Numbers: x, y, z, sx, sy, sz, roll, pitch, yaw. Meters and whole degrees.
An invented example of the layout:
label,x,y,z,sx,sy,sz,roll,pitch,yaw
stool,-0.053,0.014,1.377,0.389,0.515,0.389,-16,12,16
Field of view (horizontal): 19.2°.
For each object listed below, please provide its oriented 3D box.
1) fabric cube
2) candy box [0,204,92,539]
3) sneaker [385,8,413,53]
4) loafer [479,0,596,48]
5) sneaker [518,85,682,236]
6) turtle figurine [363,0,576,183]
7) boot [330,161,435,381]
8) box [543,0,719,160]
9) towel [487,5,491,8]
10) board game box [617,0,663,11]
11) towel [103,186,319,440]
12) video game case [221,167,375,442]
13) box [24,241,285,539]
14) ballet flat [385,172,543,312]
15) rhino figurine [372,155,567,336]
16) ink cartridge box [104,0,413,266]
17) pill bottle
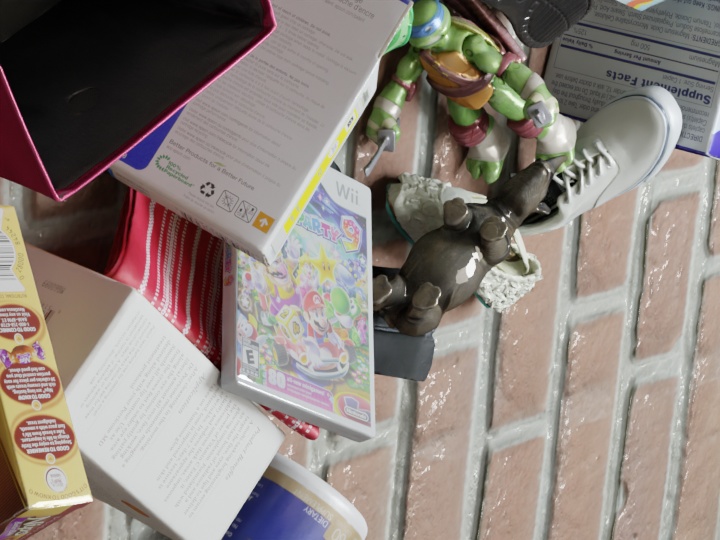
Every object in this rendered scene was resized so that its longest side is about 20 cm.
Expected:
label,x,y,z,sx,sy,sz,roll,pitch,yaw
fabric cube,-0.206,-0.193,1.291,0.196,0.199,0.201,-41,131,-27
candy box,-0.244,0.073,1.340,0.056,0.116,0.201,-3,68,-46
sneaker,-0.002,-0.196,1.531,0.083,0.200,0.075,-18,79,-13
loafer,0.125,-0.237,1.669,0.073,0.071,0.200,-37,155,12
sneaker,0.187,-0.081,1.768,0.071,0.200,0.073,-31,81,-45
turtle figurine,0.086,-0.111,1.678,0.144,0.201,0.194,-36,143,13
boot,0.000,0.001,1.680,0.199,0.065,0.166,13,101,-46
box,0.272,-0.207,1.803,0.105,0.183,0.201,6,101,-49
towel,0.101,-0.320,1.689,0.149,0.036,0.200,-50,134,-20
board game box,0.221,-0.326,1.690,0.103,0.104,0.201,10,65,-53
towel,-0.096,0.017,1.505,0.200,0.022,0.145,40,30,-23
video game case,-0.043,0.009,1.510,0.143,0.018,0.201,25,54,-42
box,-0.175,0.087,1.463,0.107,0.152,0.200,-57,137,-15
ballet flat,0.092,-0.032,1.761,0.200,0.071,0.072,39,76,-51
rhino figurine,0.087,-0.025,1.651,0.200,0.060,0.088,-43,166,-10
ink cartridge box,-0.095,-0.137,1.442,0.201,0.197,0.047,-58,168,-13
pill bottle,-0.092,0.248,1.640,0.201,0.115,0.116,-55,136,-16
